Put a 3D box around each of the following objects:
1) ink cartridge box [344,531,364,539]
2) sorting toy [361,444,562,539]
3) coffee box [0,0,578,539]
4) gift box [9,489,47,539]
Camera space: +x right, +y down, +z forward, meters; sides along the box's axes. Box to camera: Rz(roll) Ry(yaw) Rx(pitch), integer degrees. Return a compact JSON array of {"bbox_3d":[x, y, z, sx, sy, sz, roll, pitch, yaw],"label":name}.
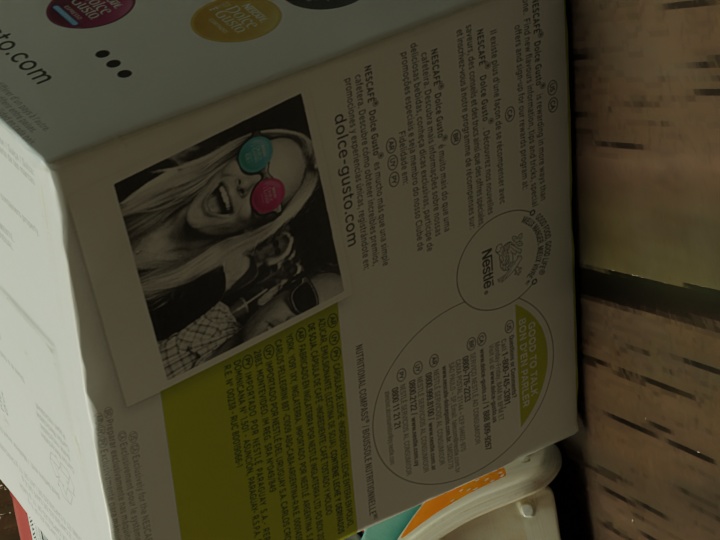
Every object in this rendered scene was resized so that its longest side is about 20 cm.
[{"bbox_3d":[0.023,0.181,1.185,0.200,0.039,0.099,55,177,-16],"label":"ink cartridge box"},{"bbox_3d":[0.047,0.153,1.054,0.180,0.107,0.200,-67,-31,-73],"label":"sorting toy"},{"bbox_3d":[-0.054,-0.030,0.920,0.200,0.197,0.200,42,146,47],"label":"coffee box"},{"bbox_3d":[-0.079,0.076,1.368,0.200,0.186,0.185,-30,70,59],"label":"gift box"}]
